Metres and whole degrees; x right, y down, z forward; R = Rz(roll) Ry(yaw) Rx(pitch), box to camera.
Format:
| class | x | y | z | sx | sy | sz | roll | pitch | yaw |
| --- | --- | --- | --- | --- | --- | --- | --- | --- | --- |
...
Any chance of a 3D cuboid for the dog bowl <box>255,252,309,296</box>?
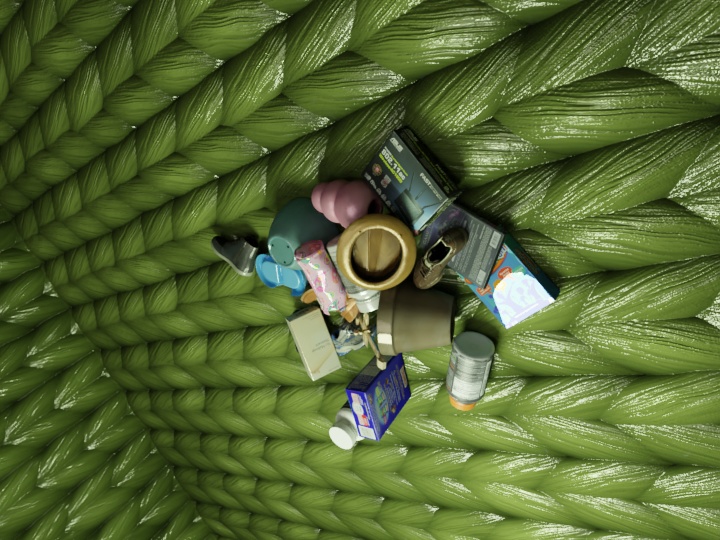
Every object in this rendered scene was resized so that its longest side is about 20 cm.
| class | x | y | z | sx | sy | sz | roll | pitch | yaw |
| --- | --- | --- | --- | --- | --- | --- | --- | --- | --- |
| dog bowl | -0.227 | 0.004 | 1.618 | 0.198 | 0.049 | 0.113 | 17 | 124 | 33 |

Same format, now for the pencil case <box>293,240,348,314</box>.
| class | x | y | z | sx | sy | sz | roll | pitch | yaw |
| --- | --- | --- | --- | --- | --- | --- | --- | --- | --- |
| pencil case | -0.100 | 0.019 | 1.410 | 0.087 | 0.088 | 0.201 | 3 | 131 | 35 |

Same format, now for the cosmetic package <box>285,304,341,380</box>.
| class | x | y | z | sx | sy | sz | roll | pitch | yaw |
| --- | --- | --- | --- | --- | --- | --- | --- | --- | --- |
| cosmetic package | -0.142 | 0.217 | 1.640 | 0.202 | 0.103 | 0.073 | 69 | 164 | -13 |

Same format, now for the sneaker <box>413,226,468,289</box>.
| class | x | y | z | sx | sy | sz | roll | pitch | yaw |
| --- | --- | --- | --- | --- | --- | --- | --- | --- | --- |
| sneaker | 0.162 | -0.025 | 1.229 | 0.071 | 0.075 | 0.201 | 52 | 135 | 21 |

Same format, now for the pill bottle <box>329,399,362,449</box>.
| class | x | y | z | sx | sy | sz | roll | pitch | yaw |
| --- | --- | --- | --- | --- | --- | --- | --- | --- | --- |
| pill bottle | -0.007 | 0.440 | 1.636 | 0.110 | 0.200 | 0.112 | 18 | 127 | 26 |

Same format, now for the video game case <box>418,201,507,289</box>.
| class | x | y | z | sx | sy | sz | roll | pitch | yaw |
| --- | --- | --- | --- | --- | --- | --- | --- | --- | --- |
| video game case | 0.224 | -0.069 | 1.215 | 0.200 | 0.019 | 0.144 | 38 | 129 | 34 |

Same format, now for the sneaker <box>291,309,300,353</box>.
| class | x | y | z | sx | sy | sz | roll | pitch | yaw |
| --- | --- | --- | --- | --- | --- | --- | --- | --- | --- |
| sneaker | -0.182 | 0.220 | 1.719 | 0.090 | 0.066 | 0.202 | -9 | 109 | 48 |

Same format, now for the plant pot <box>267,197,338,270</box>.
| class | x | y | z | sx | sy | sz | roll | pitch | yaw |
| --- | --- | --- | --- | --- | --- | --- | --- | --- | --- |
| plant pot | -0.174 | -0.080 | 1.472 | 0.198 | 0.135 | 0.202 | 19 | 128 | 26 |

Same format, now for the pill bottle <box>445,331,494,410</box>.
| class | x | y | z | sx | sy | sz | roll | pitch | yaw |
| --- | --- | --- | --- | --- | --- | --- | --- | --- | --- |
| pill bottle | 0.274 | 0.264 | 1.378 | 0.105 | 0.106 | 0.202 | 21 | 129 | 24 |

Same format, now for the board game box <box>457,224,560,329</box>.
| class | x | y | z | sx | sy | sz | roll | pitch | yaw |
| --- | --- | --- | --- | --- | --- | --- | --- | --- | --- |
| board game box | 0.325 | 0.017 | 1.223 | 0.200 | 0.045 | 0.152 | 48 | 135 | 3 |

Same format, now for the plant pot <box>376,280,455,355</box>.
| class | x | y | z | sx | sy | sz | roll | pitch | yaw |
| --- | --- | --- | --- | --- | --- | --- | --- | --- | --- |
| plant pot | 0.144 | 0.117 | 1.340 | 0.171 | 0.200 | 0.202 | 4 | 121 | 16 |

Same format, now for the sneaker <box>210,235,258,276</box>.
| class | x | y | z | sx | sy | sz | roll | pitch | yaw |
| --- | --- | --- | --- | --- | --- | --- | --- | --- | --- |
| sneaker | -0.386 | -0.079 | 1.686 | 0.199 | 0.074 | 0.107 | 37 | 113 | 28 |

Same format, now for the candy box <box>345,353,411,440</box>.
| class | x | y | z | sx | sy | sz | roll | pitch | yaw |
| --- | --- | --- | --- | --- | --- | --- | --- | --- | --- |
| candy box | 0.056 | 0.346 | 1.529 | 0.076 | 0.200 | 0.171 | 4 | 119 | 36 |

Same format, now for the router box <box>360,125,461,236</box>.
| class | x | y | z | sx | sy | sz | roll | pitch | yaw |
| --- | --- | --- | --- | --- | --- | --- | --- | --- | --- |
| router box | 0.110 | -0.197 | 1.215 | 0.201 | 0.062 | 0.150 | 52 | 135 | 10 |

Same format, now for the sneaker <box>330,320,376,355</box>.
| class | x | y | z | sx | sy | sz | roll | pitch | yaw |
| --- | --- | --- | --- | --- | --- | --- | --- | --- | --- |
| sneaker | -0.023 | 0.185 | 1.574 | 0.199 | 0.077 | 0.086 | -31 | 93 | 44 |

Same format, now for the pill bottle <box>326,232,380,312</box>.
| class | x | y | z | sx | sy | sz | roll | pitch | yaw |
| --- | --- | --- | --- | --- | --- | --- | --- | --- | --- |
| pill bottle | 0.000 | 0.000 | 1.408 | 0.113 | 0.114 | 0.202 | -11 | 110 | 40 |

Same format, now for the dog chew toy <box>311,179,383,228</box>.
| class | x | y | z | sx | sy | sz | roll | pitch | yaw |
| --- | --- | --- | --- | --- | --- | --- | --- | --- | --- |
| dog chew toy | -0.041 | -0.169 | 1.332 | 0.199 | 0.124 | 0.126 | 20 | 129 | 36 |

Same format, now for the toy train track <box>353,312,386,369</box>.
| class | x | y | z | sx | sy | sz | roll | pitch | yaw |
| --- | --- | --- | --- | --- | --- | --- | --- | --- | --- |
| toy train track | 0.017 | 0.187 | 1.429 | 0.200 | 0.032 | 0.116 | -122 | 26 | -50 |

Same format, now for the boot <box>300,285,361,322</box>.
| class | x | y | z | sx | sy | sz | roll | pitch | yaw |
| --- | --- | --- | --- | --- | --- | --- | --- | --- | --- |
| boot | -0.077 | 0.089 | 1.555 | 0.155 | 0.074 | 0.200 | 48 | 137 | -5 |

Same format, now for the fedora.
| class | x | y | z | sx | sy | sz | roll | pitch | yaw |
| --- | --- | --- | --- | --- | --- | --- | --- | --- | --- |
| fedora | 0.037 | -0.052 | 1.258 | 0.198 | 0.082 | 0.203 | 1 | 121 | 1 |
